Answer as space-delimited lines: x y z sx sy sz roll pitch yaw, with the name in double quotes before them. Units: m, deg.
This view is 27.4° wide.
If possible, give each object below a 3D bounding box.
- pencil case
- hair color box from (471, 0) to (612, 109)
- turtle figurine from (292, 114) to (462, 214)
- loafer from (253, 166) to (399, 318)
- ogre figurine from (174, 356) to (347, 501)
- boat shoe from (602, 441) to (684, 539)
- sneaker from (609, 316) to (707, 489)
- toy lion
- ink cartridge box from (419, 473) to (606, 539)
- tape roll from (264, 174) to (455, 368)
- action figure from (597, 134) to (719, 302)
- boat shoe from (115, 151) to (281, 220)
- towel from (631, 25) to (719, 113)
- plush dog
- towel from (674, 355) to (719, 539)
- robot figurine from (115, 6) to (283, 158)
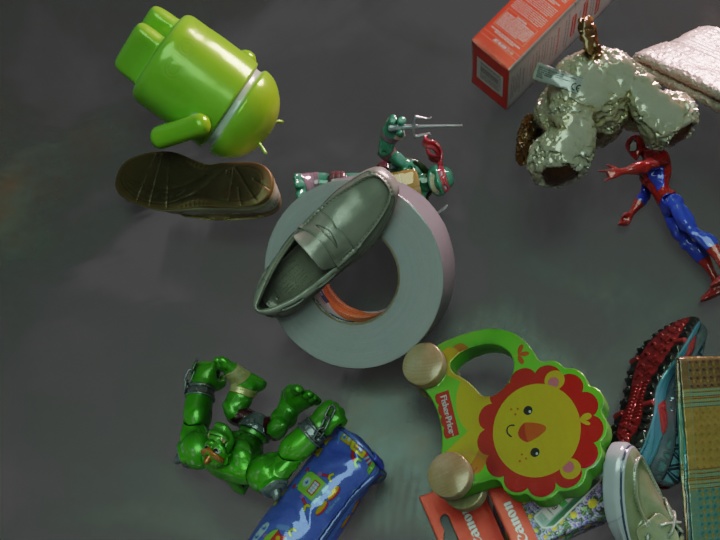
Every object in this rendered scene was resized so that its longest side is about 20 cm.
"pencil case" -0.052 0.259 1.530 0.086 0.078 0.201 25 72 43
"hair color box" 0.214 -0.291 1.700 0.061 0.102 0.200 41 77 17
"turtle figurine" 0.032 -0.086 1.639 0.198 0.101 0.151 -15 84 8
"loafer" -0.036 -0.025 1.515 0.070 0.070 0.200 43 108 5
"ogre figurine" -0.118 0.170 1.558 0.198 0.098 0.121 21 73 13
"boat shoe" 0.292 0.261 1.464 0.062 0.072 0.202 -6 111 35
"sneaker" 0.327 0.143 1.558 0.095 0.079 0.201 40 60 -19
"toy lion" 0.155 0.148 1.500 0.190 0.069 0.202 -21 60 13
"ink cartridge box" 0.170 0.238 1.536 0.198 0.050 0.110 -23 70 -5
"tape roll" 0.000 0.000 1.580 0.198 0.066 0.203 3 100 17
"action figure" 0.324 -0.057 1.623 0.098 0.065 0.202 -18 69 -12
"boat shoe" -0.183 -0.087 1.675 0.198 0.066 0.075 9 71 22
"towel" 0.412 -0.215 1.632 0.132 0.035 0.199 -23 42 -34
"plush dog" 0.247 -0.184 1.623 0.198 0.172 0.162 -20 89 -8
"towel" 0.392 0.188 1.510 0.145 0.022 0.202 0 82 -16
"robot figurine" -0.177 -0.208 1.676 0.199 0.116 0.176 35 37 -8
